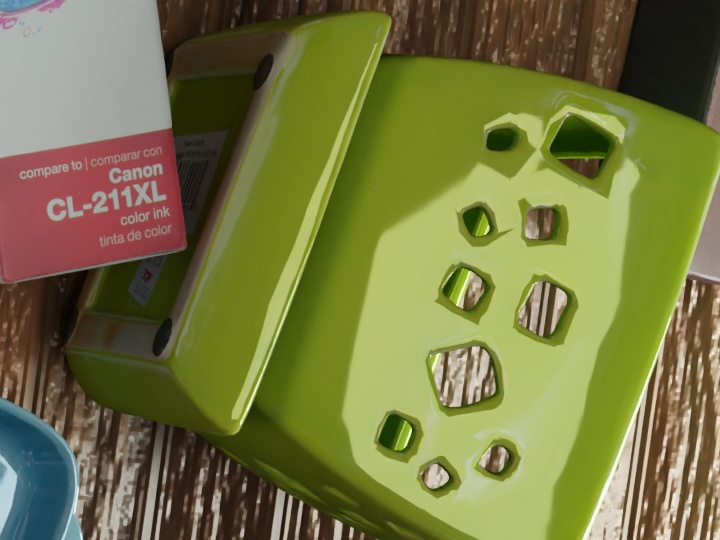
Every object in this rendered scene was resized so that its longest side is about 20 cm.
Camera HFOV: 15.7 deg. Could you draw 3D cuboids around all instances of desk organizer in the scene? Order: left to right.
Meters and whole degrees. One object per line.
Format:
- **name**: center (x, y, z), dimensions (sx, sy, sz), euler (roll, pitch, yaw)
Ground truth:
- **desk organizer**: center (0.174, -0.091, 1.213), dimensions (0.077, 0.072, 0.201), euler (14, 89, -30)

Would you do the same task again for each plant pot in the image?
- **plant pot**: center (0.000, 0.000, 1.064), dimensions (0.181, 0.200, 0.200), euler (23, 83, -22)

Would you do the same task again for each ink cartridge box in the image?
- **ink cartridge box**: center (-0.142, -0.105, 1.002), dimensions (0.083, 0.146, 0.201), euler (-11, 101, -27)

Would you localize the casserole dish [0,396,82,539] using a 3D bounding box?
- **casserole dish**: center (-0.207, 0.091, 1.052), dimensions (0.200, 0.039, 0.121), euler (25, 84, -27)
